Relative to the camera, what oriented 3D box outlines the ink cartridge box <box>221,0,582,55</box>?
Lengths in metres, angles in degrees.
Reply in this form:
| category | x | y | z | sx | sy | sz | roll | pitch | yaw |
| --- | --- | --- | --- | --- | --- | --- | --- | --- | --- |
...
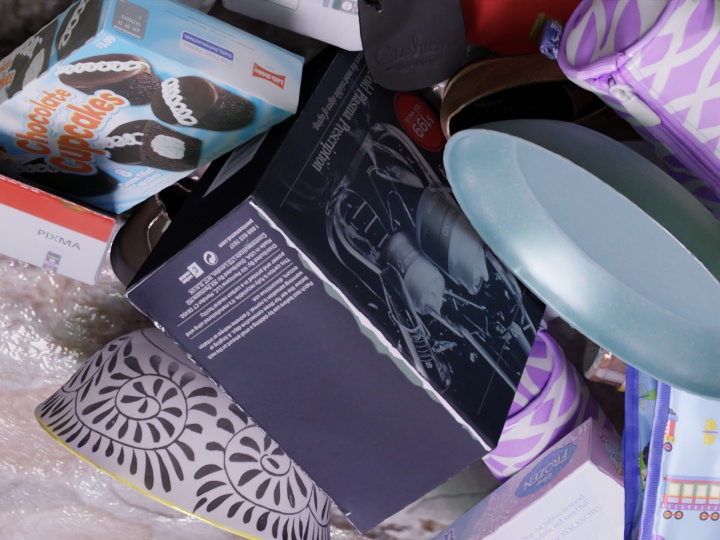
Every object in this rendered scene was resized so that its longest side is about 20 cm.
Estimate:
| category | x | y | z | sx | sy | sz | roll | pitch | yaw |
| --- | --- | --- | --- | --- | --- | --- | --- | --- | --- |
| ink cartridge box | 0.041 | -0.178 | 1.101 | 0.198 | 0.050 | 0.162 | 19 | 132 | -3 |

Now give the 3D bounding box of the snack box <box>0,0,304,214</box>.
| category | x | y | z | sx | sy | sz | roll | pitch | yaw |
| --- | --- | --- | --- | --- | --- | --- | --- | --- | --- |
| snack box | -0.131 | -0.089 | 1.144 | 0.115 | 0.037 | 0.199 | 21 | 155 | -28 |

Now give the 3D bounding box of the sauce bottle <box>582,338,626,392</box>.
| category | x | y | z | sx | sy | sz | roll | pitch | yaw |
| --- | --- | --- | --- | --- | --- | --- | --- | --- | --- |
| sauce bottle | 0.234 | 0.061 | 1.262 | 0.198 | 0.065 | 0.065 | 15 | 132 | -5 |

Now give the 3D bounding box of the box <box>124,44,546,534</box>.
| category | x | y | z | sx | sy | sz | roll | pitch | yaw |
| --- | --- | --- | --- | --- | --- | --- | --- | --- | --- |
| box | 0.000 | 0.000 | 1.142 | 0.104 | 0.200 | 0.182 | -35 | 107 | 32 |

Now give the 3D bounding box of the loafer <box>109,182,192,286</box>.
| category | x | y | z | sx | sy | sz | roll | pitch | yaw |
| --- | --- | --- | --- | --- | --- | --- | --- | --- | --- |
| loafer | -0.050 | 0.004 | 1.257 | 0.198 | 0.073 | 0.072 | 18 | 134 | -5 |

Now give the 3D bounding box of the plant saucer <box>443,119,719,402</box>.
| category | x | y | z | sx | sy | sz | roll | pitch | yaw |
| --- | --- | --- | --- | --- | --- | --- | --- | --- | --- |
| plant saucer | 0.129 | -0.012 | 1.060 | 0.199 | 0.036 | 0.200 | 38 | 165 | 12 |

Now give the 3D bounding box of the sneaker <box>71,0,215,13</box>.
| category | x | y | z | sx | sy | sz | roll | pitch | yaw |
| --- | --- | --- | --- | --- | --- | --- | --- | --- | --- |
| sneaker | -0.105 | -0.171 | 1.128 | 0.070 | 0.074 | 0.200 | 14 | 142 | -14 |

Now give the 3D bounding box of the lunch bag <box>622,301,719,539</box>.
| category | x | y | z | sx | sy | sz | roll | pitch | yaw |
| --- | --- | --- | --- | --- | --- | --- | --- | --- | --- |
| lunch bag | 0.226 | 0.081 | 1.173 | 0.149 | 0.094 | 0.202 | 3 | 91 | -8 |

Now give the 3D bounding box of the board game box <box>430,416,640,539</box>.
| category | x | y | z | sx | sy | sz | roll | pitch | yaw |
| --- | --- | --- | --- | --- | --- | --- | --- | --- | --- |
| board game box | 0.140 | 0.205 | 1.282 | 0.198 | 0.044 | 0.200 | 36 | 124 | -20 |

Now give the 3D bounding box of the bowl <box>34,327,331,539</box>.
| category | x | y | z | sx | sy | sz | roll | pitch | yaw |
| --- | --- | --- | --- | --- | --- | --- | --- | --- | --- |
| bowl | -0.090 | 0.085 | 1.297 | 0.199 | 0.201 | 0.095 | 25 | 92 | -11 |

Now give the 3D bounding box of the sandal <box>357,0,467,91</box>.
| category | x | y | z | sx | sy | sz | roll | pitch | yaw |
| --- | --- | --- | --- | --- | --- | --- | --- | --- | --- |
| sandal | 0.020 | -0.159 | 1.065 | 0.074 | 0.045 | 0.201 | -13 | 136 | 4 |

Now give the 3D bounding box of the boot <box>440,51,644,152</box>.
| category | x | y | z | sx | sy | sz | roll | pitch | yaw |
| --- | --- | --- | --- | --- | --- | --- | --- | --- | --- |
| boot | 0.138 | -0.095 | 1.110 | 0.198 | 0.075 | 0.074 | -14 | 101 | 10 |

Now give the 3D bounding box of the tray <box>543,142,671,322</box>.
| category | x | y | z | sx | sy | sz | roll | pitch | yaw |
| --- | --- | --- | --- | --- | --- | --- | --- | --- | --- |
| tray | 0.130 | -0.041 | 1.220 | 0.199 | 0.022 | 0.107 | -32 | 119 | 32 |

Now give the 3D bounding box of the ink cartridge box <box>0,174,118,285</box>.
| category | x | y | z | sx | sy | sz | roll | pitch | yaw |
| --- | --- | --- | --- | --- | --- | --- | --- | --- | --- |
| ink cartridge box | -0.217 | -0.037 | 1.190 | 0.161 | 0.200 | 0.058 | 21 | 93 | -7 |

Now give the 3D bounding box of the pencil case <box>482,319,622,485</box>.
| category | x | y | z | sx | sy | sz | roll | pitch | yaw |
| --- | --- | --- | --- | --- | --- | --- | --- | --- | --- |
| pencil case | 0.120 | 0.117 | 1.306 | 0.085 | 0.084 | 0.200 | 15 | 150 | 45 |

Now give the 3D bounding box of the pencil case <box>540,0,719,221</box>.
| category | x | y | z | sx | sy | sz | roll | pitch | yaw |
| --- | --- | --- | --- | --- | --- | --- | --- | --- | --- |
| pencil case | 0.184 | -0.068 | 1.046 | 0.200 | 0.086 | 0.084 | 39 | 131 | -24 |
